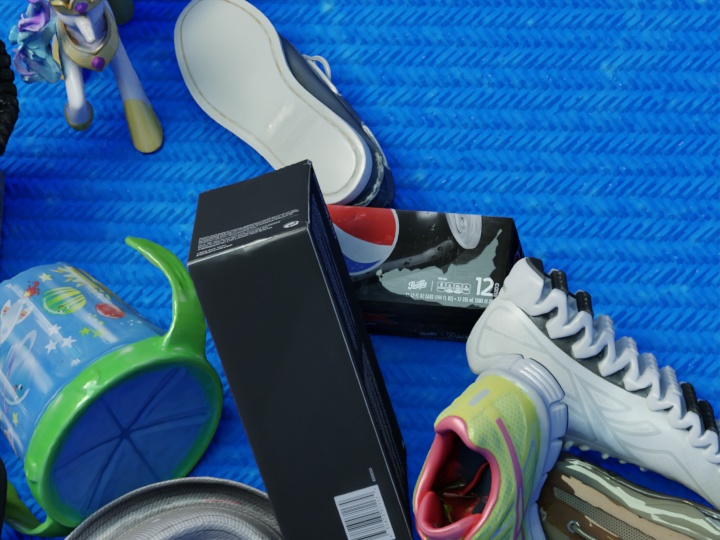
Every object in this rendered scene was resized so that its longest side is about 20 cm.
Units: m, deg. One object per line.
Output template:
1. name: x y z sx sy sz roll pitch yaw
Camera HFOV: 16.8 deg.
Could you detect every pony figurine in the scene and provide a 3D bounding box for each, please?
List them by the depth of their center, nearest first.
1. pony figurine: -0.180 -0.190 1.567 0.166 0.200 0.194 -13 67 -3

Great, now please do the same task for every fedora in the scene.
1. fedora: -0.111 0.212 1.443 0.199 0.090 0.177 -29 79 -4

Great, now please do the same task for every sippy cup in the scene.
1. sippy cup: -0.175 0.068 1.514 0.178 0.140 0.130 -36 56 -14

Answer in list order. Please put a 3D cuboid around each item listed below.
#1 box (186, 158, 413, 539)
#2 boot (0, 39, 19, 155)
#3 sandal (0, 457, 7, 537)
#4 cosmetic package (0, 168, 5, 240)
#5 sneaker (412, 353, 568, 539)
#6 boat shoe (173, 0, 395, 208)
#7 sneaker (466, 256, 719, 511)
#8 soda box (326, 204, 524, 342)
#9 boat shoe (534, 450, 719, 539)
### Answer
1. box: -0.033 0.054 1.428 0.078 0.141 0.201 -16 107 7
2. boot: -0.293 -0.051 1.492 0.157 0.079 0.212 -7 67 14
3. sandal: -0.256 0.203 1.481 0.075 0.045 0.201 9 96 34
4. cosmetic package: -0.289 0.013 1.566 0.087 0.103 0.201 -4 67 12
5. sneaker: 0.061 0.149 1.408 0.078 0.090 0.201 19 118 34
6. boat shoe: -0.047 -0.108 1.585 0.200 0.062 0.075 42 98 31
7. sneaker: 0.150 0.082 1.457 0.200 0.075 0.081 41 100 0
8. soda box: 0.000 0.000 1.530 0.199 0.071 0.064 4 70 12
9. boat shoe: 0.142 0.155 1.441 0.199 0.076 0.074 20 85 25
